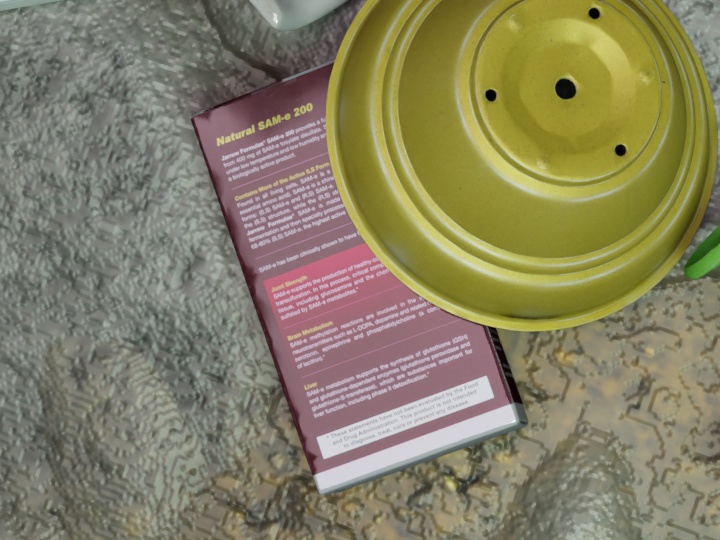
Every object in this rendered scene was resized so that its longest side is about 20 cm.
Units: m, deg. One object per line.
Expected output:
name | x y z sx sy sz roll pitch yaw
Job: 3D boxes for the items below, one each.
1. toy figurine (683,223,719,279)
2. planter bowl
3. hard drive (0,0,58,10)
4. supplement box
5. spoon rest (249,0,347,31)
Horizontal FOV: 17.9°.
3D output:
toy figurine | 0.284 -0.002 1.061 0.200 0.150 0.184 -44 90 13
planter bowl | 0.088 -0.077 1.082 0.199 0.083 0.202 2 79 -10
hard drive | -0.223 -0.200 1.214 0.199 0.027 0.133 -8 85 9
supplement box | 0.000 0.000 1.140 0.108 0.061 0.201 -19 83 7
spoon rest | 0.025 -0.197 1.146 0.200 0.061 0.100 -41 73 8
